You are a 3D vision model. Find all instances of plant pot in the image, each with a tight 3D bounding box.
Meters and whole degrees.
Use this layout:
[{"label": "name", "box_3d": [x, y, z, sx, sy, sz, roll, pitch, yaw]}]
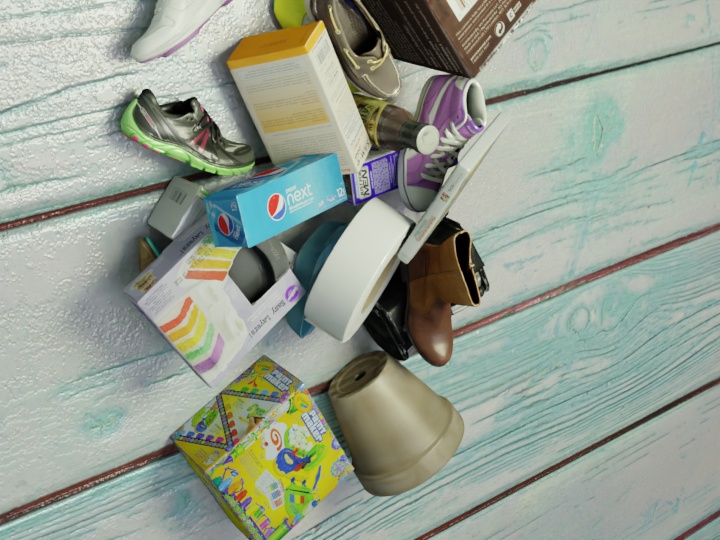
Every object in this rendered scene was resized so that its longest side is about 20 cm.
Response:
[{"label": "plant pot", "box_3d": [0.042, 0.232, 1.625, 0.200, 0.199, 0.174, -41, 112, -18]}]

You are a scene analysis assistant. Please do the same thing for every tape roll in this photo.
[{"label": "tape roll", "box_3d": [0.000, 0.000, 1.441, 0.204, 0.070, 0.203, -58, 173, -11]}]

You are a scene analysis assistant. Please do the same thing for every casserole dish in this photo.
[{"label": "casserole dish", "box_3d": [-0.067, 0.010, 1.486, 0.121, 0.038, 0.201, -51, 161, -46]}]

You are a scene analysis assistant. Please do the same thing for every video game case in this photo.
[{"label": "video game case", "box_3d": [0.135, -0.120, 1.439, 0.183, 0.023, 0.200, -58, 175, 37]}]

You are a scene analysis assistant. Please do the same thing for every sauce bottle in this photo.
[{"label": "sauce bottle", "box_3d": [0.036, -0.207, 1.427, 0.065, 0.199, 0.067, -12, 113, -32]}]

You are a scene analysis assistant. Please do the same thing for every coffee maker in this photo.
[{"label": "coffee maker", "box_3d": [0.082, 0.013, 1.613, 0.200, 0.134, 0.193, -39, 102, -20]}]

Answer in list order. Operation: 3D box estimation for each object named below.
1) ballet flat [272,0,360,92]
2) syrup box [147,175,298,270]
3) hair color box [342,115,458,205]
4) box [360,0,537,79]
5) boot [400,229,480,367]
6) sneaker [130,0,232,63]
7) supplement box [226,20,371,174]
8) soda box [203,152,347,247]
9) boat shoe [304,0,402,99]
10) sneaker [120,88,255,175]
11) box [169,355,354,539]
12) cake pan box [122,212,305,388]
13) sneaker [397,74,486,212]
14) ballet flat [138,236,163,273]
[{"label": "ballet flat", "box_3d": [-0.039, -0.320, 1.412, 0.200, 0.067, 0.067, 41, 79, -39]}, {"label": "syrup box", "box_3d": [-0.187, -0.042, 1.397, 0.199, 0.078, 0.082, 34, 85, -40]}, {"label": "hair color box", "box_3d": [0.037, -0.167, 1.502, 0.198, 0.109, 0.066, -22, 119, -29]}, {"label": "box", "box_3d": [0.108, -0.397, 1.409, 0.166, 0.199, 0.164, -51, 130, -10]}, {"label": "boot", "box_3d": [0.131, 0.046, 1.449, 0.068, 0.200, 0.191, -5, 87, -21]}, {"label": "sneaker", "box_3d": [-0.228, -0.346, 1.269, 0.100, 0.075, 0.200, 46, 77, -20]}, {"label": "supplement box", "box_3d": [-0.080, -0.225, 1.371, 0.074, 0.125, 0.201, -66, 143, -46]}, {"label": "soda box", "box_3d": [-0.106, -0.093, 1.297, 0.199, 0.064, 0.069, -31, 114, -47]}, {"label": "boat shoe", "box_3d": [0.002, -0.305, 1.366, 0.072, 0.059, 0.200, -50, 127, -14]}, {"label": "sneaker", "box_3d": [-0.215, -0.181, 1.325, 0.199, 0.077, 0.085, 18, 100, -41]}, {"label": "box", "box_3d": [-0.145, 0.278, 1.525, 0.192, 0.122, 0.201, -40, 126, -19]}, {"label": "cake pan box", "box_3d": [-0.186, 0.026, 1.341, 0.200, 0.052, 0.185, -44, 130, -16]}, {"label": "sneaker", "box_3d": [0.118, -0.177, 1.417, 0.072, 0.114, 0.203, 7, 97, -37]}, {"label": "ballet flat", "box_3d": [-0.259, 0.037, 1.393, 0.072, 0.068, 0.200, -37, 132, 4]}]
